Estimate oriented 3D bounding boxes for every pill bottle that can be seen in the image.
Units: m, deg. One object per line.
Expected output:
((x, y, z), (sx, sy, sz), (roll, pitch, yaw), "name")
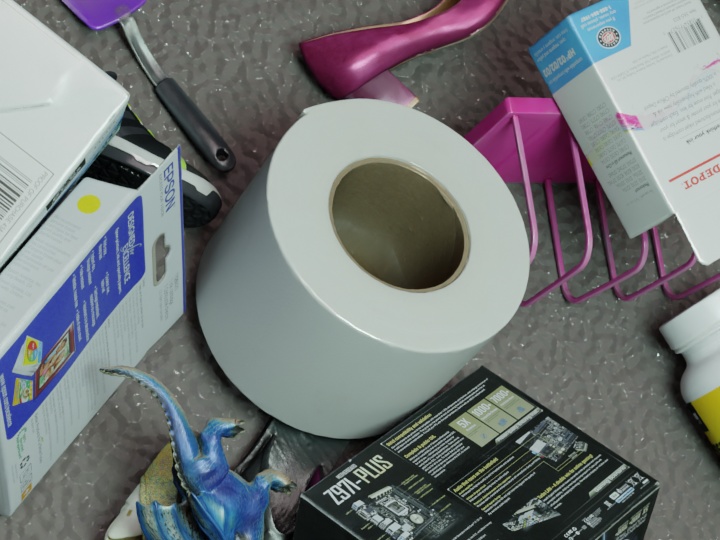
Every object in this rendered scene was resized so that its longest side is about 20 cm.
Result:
((0.319, 0.106, 1.475), (0.112, 0.112, 0.200), (-29, 83, -29), "pill bottle")

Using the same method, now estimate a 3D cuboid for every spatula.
((-0.155, -0.154, 1.423), (0.056, 0.021, 0.200), (-35, 88, -24), "spatula")

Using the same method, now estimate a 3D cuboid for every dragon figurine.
((-0.103, 0.151, 1.229), (0.200, 0.059, 0.100), (53, 42, -27), "dragon figurine")

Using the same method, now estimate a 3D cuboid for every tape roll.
((0.000, 0.000, 1.345), (0.202, 0.139, 0.204), (14, 54, -20), "tape roll")

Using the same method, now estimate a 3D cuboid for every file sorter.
((0.179, -0.046, 1.458), (0.199, 0.139, 0.126), (-1, 72, -24), "file sorter")

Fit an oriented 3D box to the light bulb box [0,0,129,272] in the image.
((-0.255, -0.063, 1.211), (0.125, 0.200, 0.199), (38, 84, -6), "light bulb box")

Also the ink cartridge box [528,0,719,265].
((0.223, -0.103, 1.380), (0.115, 0.068, 0.201), (-26, 86, -27), "ink cartridge box")

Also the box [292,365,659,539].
((0.077, 0.178, 1.300), (0.163, 0.086, 0.200), (32, 43, 27), "box")

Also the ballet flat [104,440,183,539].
((-0.141, 0.202, 1.271), (0.070, 0.071, 0.201), (7, 67, -21), "ballet flat")

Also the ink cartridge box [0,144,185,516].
((-0.187, 0.034, 1.238), (0.047, 0.198, 0.200), (27, 58, 14), "ink cartridge box")

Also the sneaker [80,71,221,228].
((-0.180, -0.106, 1.366), (0.199, 0.072, 0.083), (29, 61, -11), "sneaker")

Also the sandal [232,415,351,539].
((-0.055, 0.149, 1.329), (0.075, 0.048, 0.201), (32, 58, -13), "sandal")

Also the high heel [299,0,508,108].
((0.046, -0.207, 1.486), (0.096, 0.067, 0.200), (44, 73, -13), "high heel")
